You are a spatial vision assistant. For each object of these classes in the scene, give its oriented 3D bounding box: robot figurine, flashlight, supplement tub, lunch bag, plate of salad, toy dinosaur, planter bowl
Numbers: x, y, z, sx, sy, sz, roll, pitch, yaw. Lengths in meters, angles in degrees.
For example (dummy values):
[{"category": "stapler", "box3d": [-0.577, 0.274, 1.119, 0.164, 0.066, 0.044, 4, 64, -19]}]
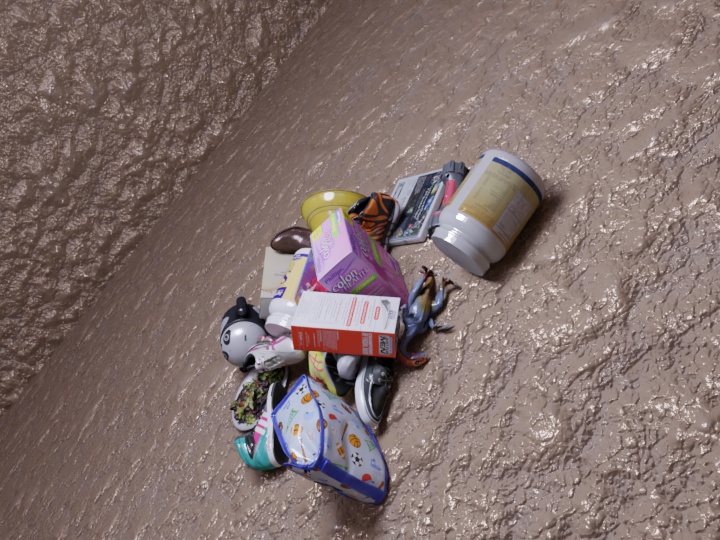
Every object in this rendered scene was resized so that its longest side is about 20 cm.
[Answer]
[{"category": "robot figurine", "box3d": [-0.298, 0.161, 1.633, 0.124, 0.151, 0.200, -38, 23, 5]}, {"category": "flashlight", "box3d": [0.188, -0.153, 1.394, 0.067, 0.068, 0.203, -17, 45, 36]}, {"category": "supplement tub", "box3d": [0.236, -0.107, 1.203, 0.201, 0.144, 0.144, -54, 30, -5]}, {"category": "lunch bag", "box3d": [-0.052, 0.308, 1.117, 0.125, 0.169, 0.200, -51, 31, 4]}, {"category": "supplement tub", "box3d": [-0.127, 0.068, 1.502, 0.144, 0.145, 0.203, -8, 50, 49]}, {"category": "plate of salad", "box3d": [-0.246, 0.281, 1.530, 0.198, 0.048, 0.202, -33, 35, 27]}, {"category": "toy dinosaur", "box3d": [0.123, 0.094, 1.245, 0.184, 0.104, 0.200, -63, -4, -1]}, {"category": "planter bowl", "box3d": [-0.051, -0.103, 1.545, 0.198, 0.199, 0.085, -22, 54, 39]}]

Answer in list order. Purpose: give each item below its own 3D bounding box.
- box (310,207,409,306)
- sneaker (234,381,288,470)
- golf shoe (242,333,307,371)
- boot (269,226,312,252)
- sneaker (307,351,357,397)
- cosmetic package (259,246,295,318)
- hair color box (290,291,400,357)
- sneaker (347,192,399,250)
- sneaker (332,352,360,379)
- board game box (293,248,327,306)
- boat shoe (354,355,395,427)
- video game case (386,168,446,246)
[{"category": "box", "box3d": [0.000, 0.000, 1.351, 0.096, 0.199, 0.177, -40, 31, 16]}, {"category": "sneaker", "box3d": [-0.214, 0.345, 1.389, 0.119, 0.084, 0.202, -26, 38, 20]}, {"category": "golf shoe", "box3d": [-0.192, 0.197, 1.454, 0.198, 0.073, 0.092, -12, 32, 50]}, {"category": "boot", "box3d": [-0.126, -0.046, 1.634, 0.182, 0.065, 0.201, -12, 31, -12]}, {"category": "sneaker", "box3d": [-0.065, 0.210, 1.350, 0.091, 0.077, 0.201, -63, 26, 18]}, {"category": "cosmetic package", "box3d": [-0.206, 0.032, 1.673, 0.202, 0.101, 0.074, -96, 12, -50]}, {"category": "hair color box", "box3d": [-0.024, 0.101, 1.227, 0.195, 0.065, 0.112, 3, 34, 9]}, {"category": "sneaker", "box3d": [0.009, -0.085, 1.477, 0.077, 0.111, 0.204, 21, 94, 52]}, {"category": "sneaker", "box3d": [-0.049, 0.145, 1.291, 0.200, 0.113, 0.077, -66, -9, -67]}, {"category": "board game box", "box3d": [-0.058, 0.039, 1.423, 0.039, 0.157, 0.203, -30, 35, 47]}, {"category": "boat shoe", "box3d": [0.034, 0.200, 1.222, 0.056, 0.069, 0.202, -29, 35, 30]}, {"category": "video game case", "box3d": [0.119, -0.146, 1.524, 0.180, 0.023, 0.203, -6, 51, 51]}]
